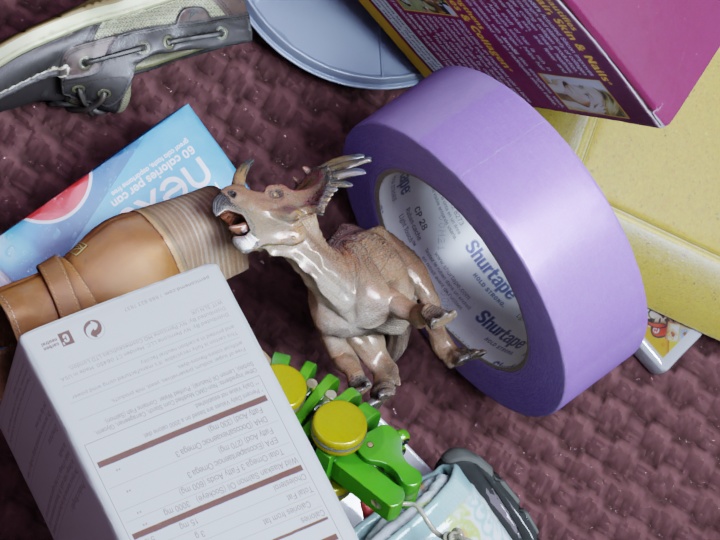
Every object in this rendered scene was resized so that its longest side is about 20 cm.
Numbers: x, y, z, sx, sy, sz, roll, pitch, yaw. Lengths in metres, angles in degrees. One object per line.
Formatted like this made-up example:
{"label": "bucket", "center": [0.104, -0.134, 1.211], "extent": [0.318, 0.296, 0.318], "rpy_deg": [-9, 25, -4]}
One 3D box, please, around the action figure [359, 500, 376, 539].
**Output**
{"label": "action figure", "center": [-0.051, 0.169, 1.629], "extent": [0.199, 0.065, 0.100], "rpy_deg": [-7, 92, -18]}

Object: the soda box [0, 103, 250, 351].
{"label": "soda box", "center": [-0.164, -0.010, 1.649], "extent": [0.200, 0.064, 0.068], "rpy_deg": [-37, 93, -20]}

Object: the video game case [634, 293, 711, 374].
{"label": "video game case", "center": [0.180, -0.068, 1.790], "extent": [0.182, 0.023, 0.200], "rpy_deg": [-44, 96, -19]}

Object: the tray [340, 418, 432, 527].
{"label": "tray", "center": [-0.024, 0.189, 1.681], "extent": [0.107, 0.022, 0.200], "rpy_deg": [45, 71, -5]}

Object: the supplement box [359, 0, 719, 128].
{"label": "supplement box", "center": [0.098, -0.169, 1.636], "extent": [0.103, 0.200, 0.131], "rpy_deg": [-55, 128, -17]}

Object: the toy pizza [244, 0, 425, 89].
{"label": "toy pizza", "center": [0.004, -0.207, 1.753], "extent": [0.199, 0.032, 0.201], "rpy_deg": [3, 81, -17]}

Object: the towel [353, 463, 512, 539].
{"label": "towel", "center": [0.022, 0.232, 1.604], "extent": [0.200, 0.048, 0.172], "rpy_deg": [-38, 109, -12]}

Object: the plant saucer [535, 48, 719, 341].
{"label": "plant saucer", "center": [0.198, -0.079, 1.761], "extent": [0.199, 0.048, 0.201], "rpy_deg": [24, 75, -12]}

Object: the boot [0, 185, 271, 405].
{"label": "boot", "center": [-0.127, 0.063, 1.609], "extent": [0.154, 0.074, 0.201], "rpy_deg": [-27, 116, -29]}

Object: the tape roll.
{"label": "tape roll", "center": [0.075, -0.016, 1.653], "extent": [0.066, 0.200, 0.201], "rpy_deg": [-34, 92, -19]}

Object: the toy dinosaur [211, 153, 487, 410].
{"label": "toy dinosaur", "center": [0.000, 0.000, 1.637], "extent": [0.086, 0.200, 0.136], "rpy_deg": [-31, 73, 7]}

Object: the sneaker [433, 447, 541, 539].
{"label": "sneaker", "center": [0.078, 0.201, 1.671], "extent": [0.079, 0.075, 0.201], "rpy_deg": [-24, 102, -12]}

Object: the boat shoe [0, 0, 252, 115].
{"label": "boat shoe", "center": [-0.152, -0.122, 1.666], "extent": [0.199, 0.073, 0.065], "rpy_deg": [-27, 91, -14]}

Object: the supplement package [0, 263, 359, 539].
{"label": "supplement package", "center": [-0.090, 0.120, 1.476], "extent": [0.117, 0.117, 0.201], "rpy_deg": [-21, 73, -22]}

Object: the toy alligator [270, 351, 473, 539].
{"label": "toy alligator", "center": [-0.002, 0.095, 1.570], "extent": [0.199, 0.059, 0.054], "rpy_deg": [31, 55, 13]}
